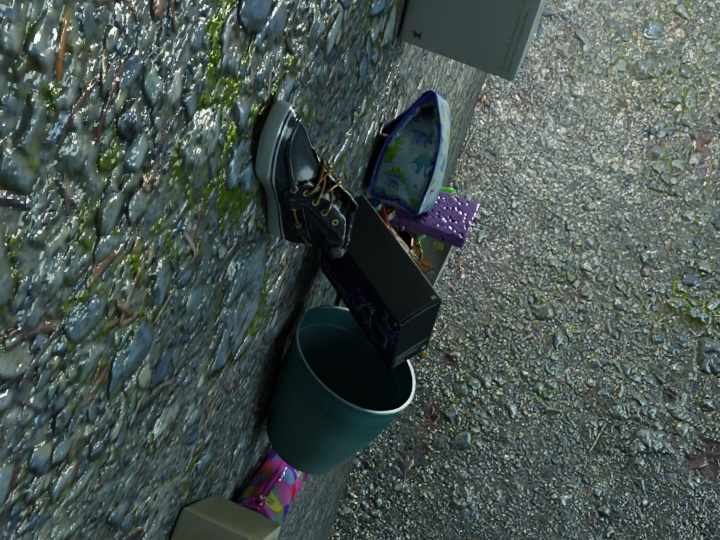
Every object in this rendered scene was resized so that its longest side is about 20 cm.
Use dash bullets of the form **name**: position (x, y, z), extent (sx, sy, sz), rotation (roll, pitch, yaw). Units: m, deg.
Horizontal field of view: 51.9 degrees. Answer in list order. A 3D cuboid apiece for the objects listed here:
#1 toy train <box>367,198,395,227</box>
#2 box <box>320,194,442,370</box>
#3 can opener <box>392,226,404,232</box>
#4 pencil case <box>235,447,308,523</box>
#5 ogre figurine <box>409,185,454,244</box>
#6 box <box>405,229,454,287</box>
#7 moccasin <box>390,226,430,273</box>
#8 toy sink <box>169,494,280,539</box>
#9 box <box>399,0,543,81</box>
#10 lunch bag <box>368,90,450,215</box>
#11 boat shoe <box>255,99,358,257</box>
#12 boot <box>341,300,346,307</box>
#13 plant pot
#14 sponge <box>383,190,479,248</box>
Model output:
- **toy train**: position (0.056, -0.035, 1.360), extent (0.202, 0.054, 0.153), rotation (82, -7, -53)
- **box**: position (0.023, 0.018, 1.066), extent (0.077, 0.202, 0.143), rotation (-26, 153, -22)
- **can opener**: position (0.042, -0.027, 1.571), extent (0.079, 0.062, 0.205), rotation (76, 34, -72)
- **pencil case**: position (-0.141, 0.352, 1.173), extent (0.200, 0.086, 0.091), rotation (-52, 161, -70)
- **ogre figurine**: position (0.135, -0.167, 1.578), extent (0.119, 0.096, 0.206), rotation (-4, -112, 66)
- **box**: position (0.123, -0.052, 1.656), extent (0.204, 0.155, 0.048), rotation (-63, 167, -3)
- **moccasin**: position (0.085, -0.051, 1.518), extent (0.200, 0.073, 0.079), rotation (32, 93, -41)
- **toy sink**: position (-0.182, 0.394, 0.885), extent (0.130, 0.109, 0.205), rotation (62, 48, -79)
- **box**: position (0.187, -0.434, 1.115), extent (0.172, 0.195, 0.203), rotation (-55, 165, -52)
- **lunch bag**: position (0.100, -0.213, 1.303), extent (0.170, 0.125, 0.205), rotation (-35, 148, -75)
- **boat shoe**: position (-0.047, -0.086, 0.740), extent (0.202, 0.089, 0.072), rotation (92, 20, -64)
- **boot**: position (0.000, 0.000, 1.392), extent (0.203, 0.071, 0.097), rotation (105, -3, -47)
- **plant pot**: position (-0.045, 0.193, 1.105), extent (0.190, 0.197, 0.201), rotation (-58, 178, 30)
- **sponge**: position (0.121, -0.116, 1.416), extent (0.030, 0.195, 0.113), rotation (100, 13, -47)
